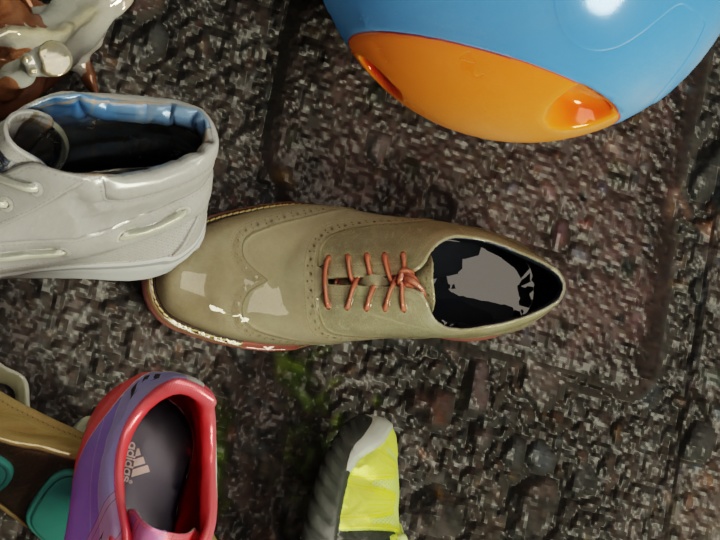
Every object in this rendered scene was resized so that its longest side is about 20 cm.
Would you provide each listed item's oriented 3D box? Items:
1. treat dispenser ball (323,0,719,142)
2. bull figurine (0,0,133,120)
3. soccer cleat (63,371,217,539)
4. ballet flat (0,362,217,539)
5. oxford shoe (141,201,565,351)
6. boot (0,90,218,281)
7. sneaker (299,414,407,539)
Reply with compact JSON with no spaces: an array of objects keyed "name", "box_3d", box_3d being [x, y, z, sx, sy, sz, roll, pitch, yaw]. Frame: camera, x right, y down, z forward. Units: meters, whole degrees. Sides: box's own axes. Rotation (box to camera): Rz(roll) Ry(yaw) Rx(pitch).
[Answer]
[{"name":"treat dispenser ball","box_3d":[0.076,-0.158,0.939,0.200,0.201,0.202,3,83,-23]},{"name":"bull figurine","box_3d":[-0.183,-0.092,0.873,0.199,0.121,0.065,-14,89,-18]},{"name":"soccer cleat","box_3d":[-0.093,0.137,0.824,0.066,0.076,0.201,13,72,-19]},{"name":"ballet flat","box_3d":[-0.140,0.077,0.900,0.200,0.069,0.063,30,45,-20]},{"name":"oxford shoe","box_3d":[0.000,0.000,0.958,0.199,0.075,0.071,-2,88,-22]},{"name":"boot","box_3d":[-0.158,-0.038,0.870,0.199,0.096,0.074,-7,62,-17]},{"name":"sneaker","box_3d":[0.004,0.165,0.926,0.076,0.075,0.201,6,74,1]}]
